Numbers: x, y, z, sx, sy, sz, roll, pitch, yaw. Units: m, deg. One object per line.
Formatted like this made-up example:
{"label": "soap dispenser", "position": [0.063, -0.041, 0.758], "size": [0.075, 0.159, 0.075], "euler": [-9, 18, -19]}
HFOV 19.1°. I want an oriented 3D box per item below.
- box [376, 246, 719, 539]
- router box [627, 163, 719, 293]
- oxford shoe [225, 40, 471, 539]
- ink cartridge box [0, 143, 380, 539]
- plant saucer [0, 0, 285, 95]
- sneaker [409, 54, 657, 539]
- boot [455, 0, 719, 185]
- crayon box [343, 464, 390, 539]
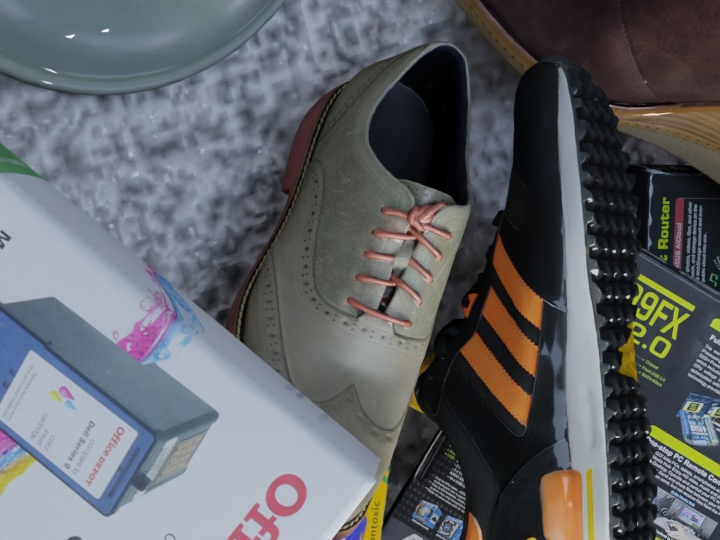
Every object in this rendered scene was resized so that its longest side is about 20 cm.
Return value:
{"label": "box", "position": [0.127, 0.093, 0.844], "size": [0.200, 0.044, 0.161], "euler": [30, 96, 4]}
{"label": "router box", "position": [0.163, 0.055, 0.925], "size": [0.149, 0.062, 0.201], "euler": [0, 94, -29]}
{"label": "oxford shoe", "position": [0.000, 0.000, 0.783], "size": [0.070, 0.075, 0.201], "euler": [21, 57, -22]}
{"label": "ink cartridge box", "position": [-0.112, 0.059, 0.699], "size": [0.200, 0.088, 0.145], "euler": [40, 91, 1]}
{"label": "plant saucer", "position": [-0.089, -0.164, 0.778], "size": [0.199, 0.050, 0.201], "euler": [-3, 96, -28]}
{"label": "sneaker", "position": [0.055, 0.023, 0.791], "size": [0.070, 0.090, 0.201], "euler": [1, 84, -69]}
{"label": "boot", "position": [0.151, -0.120, 0.829], "size": [0.200, 0.072, 0.167], "euler": [32, 120, 5]}
{"label": "crayon box", "position": [-0.087, 0.087, 0.797], "size": [0.199, 0.052, 0.126], "euler": [7, 91, -29]}
